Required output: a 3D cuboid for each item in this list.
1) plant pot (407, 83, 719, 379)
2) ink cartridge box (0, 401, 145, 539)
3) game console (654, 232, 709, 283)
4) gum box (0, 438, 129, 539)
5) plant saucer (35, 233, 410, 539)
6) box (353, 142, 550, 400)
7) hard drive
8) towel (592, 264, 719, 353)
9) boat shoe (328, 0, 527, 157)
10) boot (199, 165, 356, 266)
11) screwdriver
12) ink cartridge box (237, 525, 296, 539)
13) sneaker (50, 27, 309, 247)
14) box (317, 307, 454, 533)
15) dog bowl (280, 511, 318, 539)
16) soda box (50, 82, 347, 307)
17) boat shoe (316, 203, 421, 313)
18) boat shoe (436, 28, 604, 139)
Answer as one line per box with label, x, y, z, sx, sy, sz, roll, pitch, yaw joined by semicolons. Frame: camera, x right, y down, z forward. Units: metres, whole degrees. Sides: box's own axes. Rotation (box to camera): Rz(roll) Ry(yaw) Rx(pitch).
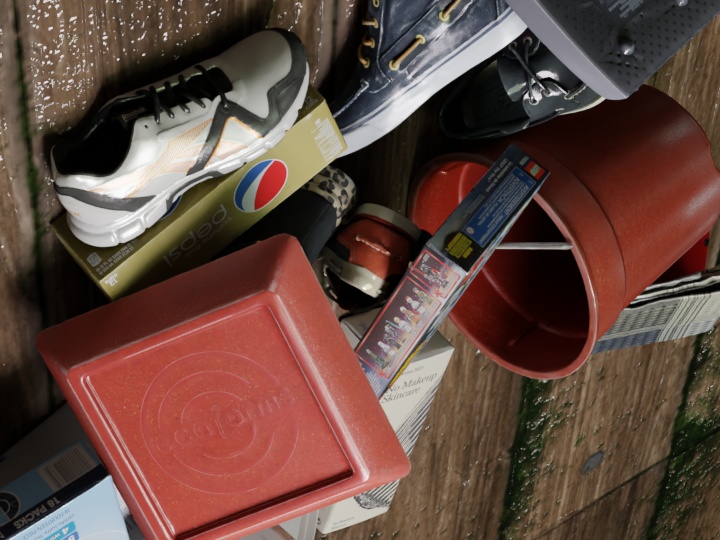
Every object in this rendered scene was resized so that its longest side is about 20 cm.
plant pot;0.176;-0.047;1.733;0.195;0.201;0.201;-34;148;-32
ink cartridge box;-0.224;0.212;1.663;0.145;0.085;0.200;-39;147;-8
game console;0.220;-0.015;1.971;0.200;0.119;0.172;4;94;-52
gum box;-0.244;0.232;1.543;0.170;0.045;0.200;-32;145;-19
plant saucer;-0.095;0.099;1.465;0.200;0.037;0.200;-22;110;13
box;0.055;0.011;1.590;0.137;0.040;0.200;-48;174;-42
hard drive;0.145;-0.220;1.473;0.135;0.200;0.042;-42;-176;-31
towel;0.237;0.039;1.925;0.192;0.035;0.200;-11;168;-3
boat shoe;0.024;-0.165;1.527;0.200;0.091;0.071;-35;-162;27
boot;-0.098;0.007;1.560;0.204;0.073;0.154;-23;-156;41
screwdriver;0.082;-0.023;1.662;0.028;0.200;0.029;-6;90;-48
ink cartridge box;-0.120;0.269;1.576;0.200;0.116;0.067;-50;153;-3
sneaker;-0.119;-0.098;1.430;0.200;0.074;0.080;-40;146;-9
box;0.004;0.127;1.840;0.082;0.068;0.200;-16;140;-38
dog bowl;-0.088;0.195;1.737;0.200;0.059;0.200;7;90;-74
soda box;-0.110;-0.059;1.489;0.200;0.068;0.064;-39;147;-8
boat shoe;0.000;0.000;1.622;0.063;0.071;0.200;-65;-176;-11
boat shoe;0.123;-0.143;1.591;0.066;0.075;0.199;-20;-179;-35
